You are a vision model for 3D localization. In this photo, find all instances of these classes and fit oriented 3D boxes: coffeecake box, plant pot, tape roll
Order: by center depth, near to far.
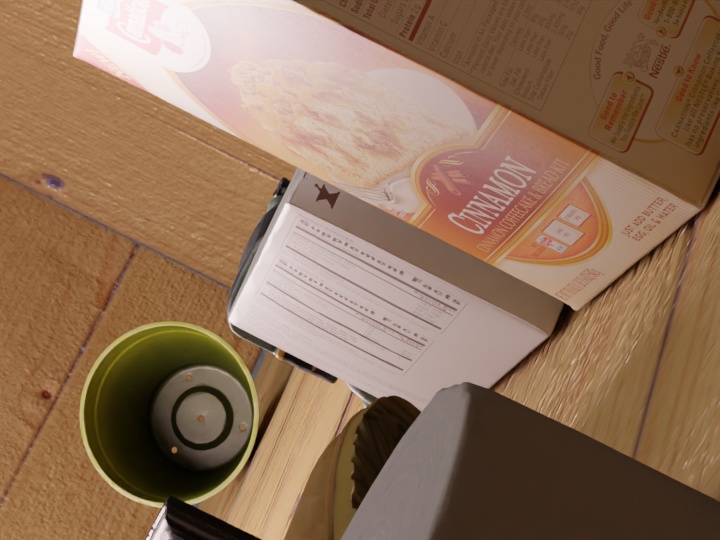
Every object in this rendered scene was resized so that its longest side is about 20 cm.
[{"bbox_3d":[0.006,0.126,0.521,0.200,0.066,0.201,-155,90,-87],"label":"tape roll"},{"bbox_3d":[0.014,-0.076,0.787,0.073,0.199,0.154,-64,3,-15],"label":"coffeecake box"},{"bbox_3d":[-0.195,0.163,2.748,0.201,0.199,0.193,-64,-9,0],"label":"plant pot"}]

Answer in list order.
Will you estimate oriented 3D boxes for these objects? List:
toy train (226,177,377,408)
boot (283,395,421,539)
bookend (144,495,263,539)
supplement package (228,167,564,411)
[{"bbox_3d":[0.000,0.000,1.216,0.086,0.113,0.200,-62,4,19],"label":"toy train"},{"bbox_3d":[-0.059,0.138,0.768,0.199,0.066,0.175,-33,18,25],"label":"boot"},{"bbox_3d":[-0.123,0.265,1.328,0.199,0.092,0.201,120,174,-50],"label":"bookend"},{"bbox_3d":[0.027,-0.024,0.980,0.114,0.109,0.200,-64,3,-15],"label":"supplement package"}]
